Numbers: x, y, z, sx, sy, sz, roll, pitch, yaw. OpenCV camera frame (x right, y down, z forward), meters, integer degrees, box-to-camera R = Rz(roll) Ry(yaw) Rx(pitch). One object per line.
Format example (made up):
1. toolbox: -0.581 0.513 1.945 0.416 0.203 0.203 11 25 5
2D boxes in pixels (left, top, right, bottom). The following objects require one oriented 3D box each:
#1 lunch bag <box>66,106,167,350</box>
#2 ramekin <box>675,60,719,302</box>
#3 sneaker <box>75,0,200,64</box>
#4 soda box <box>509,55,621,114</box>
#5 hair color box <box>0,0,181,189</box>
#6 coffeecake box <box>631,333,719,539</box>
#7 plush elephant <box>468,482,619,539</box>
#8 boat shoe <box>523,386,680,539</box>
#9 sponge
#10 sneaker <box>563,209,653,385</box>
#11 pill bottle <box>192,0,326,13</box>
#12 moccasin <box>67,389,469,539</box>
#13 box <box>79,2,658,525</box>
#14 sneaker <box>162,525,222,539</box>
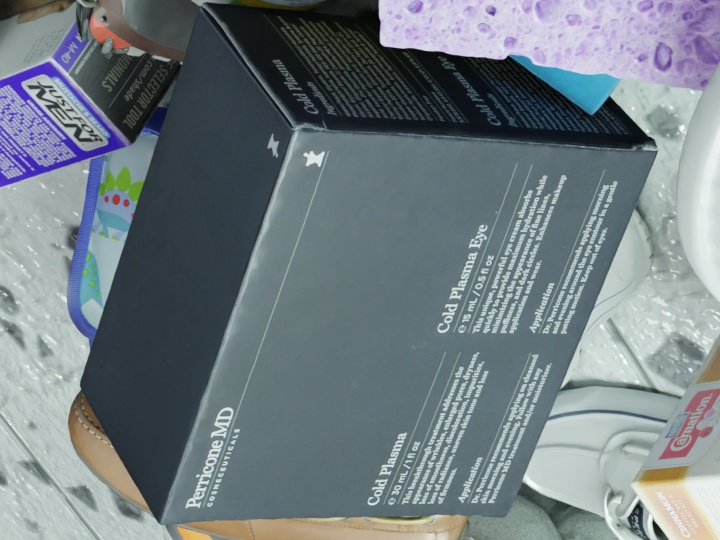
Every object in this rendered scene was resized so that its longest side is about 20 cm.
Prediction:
1. lunch bag: -0.048 0.019 1.338 0.169 0.127 0.201 12 125 26
2. ramekin: 0.222 -0.036 0.971 0.094 0.201 0.203 55 160 41
3. sneaker: -0.088 -0.125 1.204 0.200 0.082 0.077 47 -174 -30
4. soda box: 0.120 -0.150 1.055 0.068 0.064 0.200 36 144 -1
5. hair color box: -0.165 -0.098 1.301 0.199 0.110 0.065 -13 128 45
6. coffeecake box: 0.235 0.054 1.112 0.199 0.154 0.073 -10 124 45
7. plush elephant: 0.098 0.204 1.386 0.199 0.155 0.165 -5 128 42
8. boat shoe: 0.150 0.105 1.312 0.199 0.065 0.074 0 131 39
9. sponge: 0.105 -0.120 0.993 0.198 0.030 0.112 9 135 9
10. sneaker: 0.080 0.027 1.265 0.074 0.087 0.201 30 142 10
11. pill bottle: 0.001 -0.183 1.075 0.111 0.111 0.200 47 142 -15
12. moccasin: -0.044 0.091 1.253 0.200 0.074 0.078 22 129 19
13. box: 0.000 0.000 1.151 0.104 0.181 0.201 52 130 45
14. sneaker: -0.011 0.159 1.507 0.199 0.078 0.112 32 141 -12
